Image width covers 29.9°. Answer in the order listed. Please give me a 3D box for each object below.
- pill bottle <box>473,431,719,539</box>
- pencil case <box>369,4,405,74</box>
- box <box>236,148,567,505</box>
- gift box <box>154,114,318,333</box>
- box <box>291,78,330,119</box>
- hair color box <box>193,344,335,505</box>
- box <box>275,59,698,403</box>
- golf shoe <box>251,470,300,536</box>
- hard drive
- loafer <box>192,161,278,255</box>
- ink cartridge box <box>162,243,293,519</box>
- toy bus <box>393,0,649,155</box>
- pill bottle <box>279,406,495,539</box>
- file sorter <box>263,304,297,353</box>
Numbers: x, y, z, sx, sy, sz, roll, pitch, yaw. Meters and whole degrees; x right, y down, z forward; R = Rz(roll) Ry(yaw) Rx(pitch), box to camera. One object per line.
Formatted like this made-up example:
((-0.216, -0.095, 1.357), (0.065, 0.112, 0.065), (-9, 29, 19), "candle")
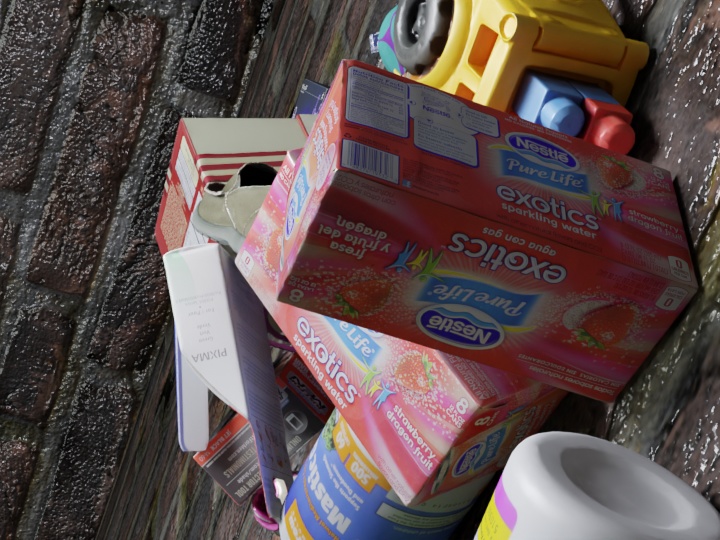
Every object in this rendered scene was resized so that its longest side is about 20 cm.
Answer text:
((0.081, 0.181, 0.605), (0.104, 0.104, 0.201), (-108, 37, -68), "pill bottle")
((0.077, -0.225, 1.185), (0.200, 0.085, 0.093), (156, 101, -73), "pencil case")
((0.026, 0.024, 0.813), (0.200, 0.094, 0.103), (53, 135, 24), "box")
((-0.084, -0.050, 1.352), (0.185, 0.185, 0.201), (67, 147, 35), "gift box")
((-0.043, -0.149, 1.625), (0.200, 0.078, 0.142), (-133, 63, -75), "box")
((-0.070, 0.121, 1.220), (0.111, 0.064, 0.200), (-44, 4, 15), "hair color box")
((0.064, -0.020, 0.717), (0.103, 0.199, 0.095), (-88, 20, -48), "box")
((-0.056, 0.205, 1.190), (0.200, 0.091, 0.076), (139, 143, -69), "golf shoe")
((-0.152, 0.068, 1.199), (0.200, 0.025, 0.133), (-133, 42, -78), "hard drive")
((-0.074, -0.046, 1.038), (0.200, 0.075, 0.070), (27, 101, 64), "loafer")
((-0.094, 0.093, 1.023), (0.161, 0.050, 0.202), (62, -162, -77), "ink cartridge box")
((0.099, -0.087, 0.868), (0.201, 0.135, 0.192), (-69, 29, 28), "toy bus")
((0.009, 0.158, 0.923), (0.113, 0.111, 0.201), (-87, 19, -48), "pill bottle")
((0.000, 0.000, 1.107), (0.200, 0.138, 0.126), (141, 143, -68), "file sorter")
